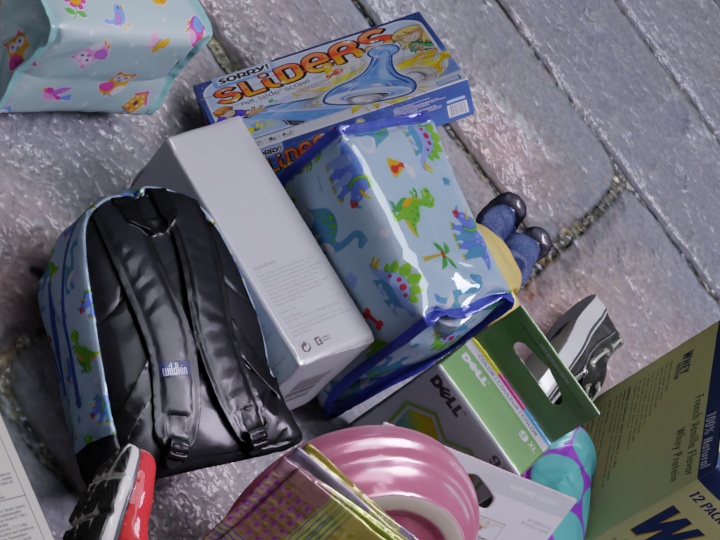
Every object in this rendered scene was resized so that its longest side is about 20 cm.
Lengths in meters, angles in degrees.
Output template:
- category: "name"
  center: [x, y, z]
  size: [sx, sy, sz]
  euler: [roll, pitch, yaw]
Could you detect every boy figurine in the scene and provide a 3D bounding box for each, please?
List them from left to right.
- category: "boy figurine"
  center: [0.104, 0.007, 1.923]
  size: [0.125, 0.064, 0.200]
  euler: [51, 36, -6]

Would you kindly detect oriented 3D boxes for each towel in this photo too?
- category: "towel"
  center: [-0.054, 0.216, 1.463]
  size: [0.143, 0.200, 0.023]
  euler: [39, 20, -19]

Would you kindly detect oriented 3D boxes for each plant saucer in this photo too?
- category: "plant saucer"
  center: [-0.005, 0.202, 1.524]
  size: [0.200, 0.201, 0.051]
  euler: [25, 18, -35]

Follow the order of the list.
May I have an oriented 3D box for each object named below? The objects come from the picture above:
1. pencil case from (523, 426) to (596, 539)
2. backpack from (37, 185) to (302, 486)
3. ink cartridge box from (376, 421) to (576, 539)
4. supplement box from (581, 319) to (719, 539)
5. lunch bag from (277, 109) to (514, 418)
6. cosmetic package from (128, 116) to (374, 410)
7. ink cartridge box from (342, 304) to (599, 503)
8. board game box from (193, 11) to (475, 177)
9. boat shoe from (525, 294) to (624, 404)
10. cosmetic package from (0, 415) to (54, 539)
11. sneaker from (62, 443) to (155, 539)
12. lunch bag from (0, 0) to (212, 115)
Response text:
- category: "pencil case"
  center: [0.136, 0.211, 1.777]
  size: [0.093, 0.085, 0.201]
  euler: [54, 32, -28]
- category: "backpack"
  center: [-0.147, 0.043, 1.545]
  size: [0.162, 0.153, 0.202]
  euler: [-10, 86, -31]
- category: "ink cartridge box"
  center: [0.032, 0.194, 1.596]
  size: [0.199, 0.174, 0.044]
  euler: [24, 17, -35]
- category: "supplement box"
  center: [0.280, 0.180, 1.868]
  size: [0.134, 0.199, 0.201]
  euler: [40, 38, -18]
- category: "lunch bag"
  center: [0.000, 0.000, 1.692]
  size: [0.127, 0.200, 0.171]
  euler: [-11, 71, -43]
- category: "cosmetic package"
  center: [-0.091, 0.002, 1.640]
  size: [0.081, 0.113, 0.201]
  euler: [-18, 73, -40]
- category: "ink cartridge box"
  center: [0.072, 0.123, 1.673]
  size: [0.104, 0.200, 0.059]
  euler: [54, 37, 1]
- category: "board game box"
  center: [-0.023, -0.135, 1.761]
  size: [0.136, 0.198, 0.035]
  euler: [-120, -168, -56]
- category: "boat shoe"
  center: [0.187, 0.086, 1.949]
  size: [0.064, 0.071, 0.200]
  euler: [51, 34, -3]
- category: "cosmetic package"
  center: [-0.267, 0.138, 1.380]
  size: [0.103, 0.073, 0.201]
  euler: [-8, 68, -51]
- category: "sneaker"
  center: [-0.147, 0.214, 1.421]
  size: [0.084, 0.077, 0.202]
  euler: [11, 78, -25]
- category: "lunch bag"
  center: [-0.232, -0.224, 1.676]
  size: [0.170, 0.122, 0.201]
  euler: [-2, 55, -47]
